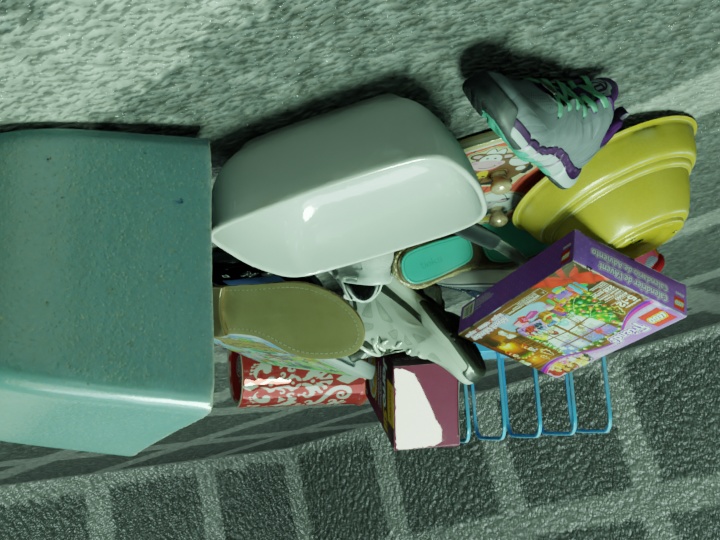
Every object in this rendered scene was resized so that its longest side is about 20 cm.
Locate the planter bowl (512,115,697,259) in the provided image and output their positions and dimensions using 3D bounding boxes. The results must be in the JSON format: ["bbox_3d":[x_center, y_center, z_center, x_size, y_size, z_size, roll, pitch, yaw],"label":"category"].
[{"bbox_3d":[0.259,-0.059,0.815,0.199,0.084,0.201,-21,161,-8],"label":"planter bowl"}]

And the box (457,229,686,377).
[{"bbox_3d":[0.210,0.042,0.844,0.136,0.039,0.200,23,147,-16],"label":"box"}]

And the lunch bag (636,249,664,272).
[{"bbox_3d":[0.277,0.021,1.071,0.176,0.082,0.200,-36,-176,-36],"label":"lunch bag"}]

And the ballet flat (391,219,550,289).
[{"bbox_3d":[0.124,-0.032,0.927,0.199,0.071,0.065,-13,-170,-11],"label":"ballet flat"}]

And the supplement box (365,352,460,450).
[{"bbox_3d":[0.063,0.142,1.072,0.085,0.111,0.200,-3,-168,-9],"label":"supplement box"}]

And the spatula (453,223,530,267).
[{"bbox_3d":[0.150,-0.018,0.837,0.199,0.021,0.057,24,116,-35],"label":"spatula"}]

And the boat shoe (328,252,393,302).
[{"bbox_3d":[0.000,0.000,0.872,0.071,0.069,0.200,-1,173,-16],"label":"boat shoe"}]

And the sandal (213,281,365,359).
[{"bbox_3d":[-0.089,0.044,0.881,0.210,0.078,0.070,5,-172,14],"label":"sandal"}]

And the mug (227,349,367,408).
[{"bbox_3d":[-0.095,0.127,1.257,0.199,0.179,0.133,-2,-161,-20],"label":"mug"}]

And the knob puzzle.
[{"bbox_3d":[0.110,-0.076,0.784,0.218,0.031,0.220,-9,162,-3],"label":"knob puzzle"}]

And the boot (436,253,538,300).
[{"bbox_3d":[0.159,0.030,0.993,0.073,0.091,0.199,-28,-162,-30],"label":"boot"}]

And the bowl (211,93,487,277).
[{"bbox_3d":[-0.008,-0.066,0.656,0.198,0.075,0.200,-16,163,14],"label":"bowl"}]

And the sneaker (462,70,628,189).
[{"bbox_3d":[0.145,-0.127,0.620,0.087,0.075,0.200,-43,158,17],"label":"sneaker"}]

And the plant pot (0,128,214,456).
[{"bbox_3d":[-0.230,0.017,0.576,0.199,0.198,0.196,8,157,-29],"label":"plant pot"}]

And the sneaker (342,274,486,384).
[{"bbox_3d":[0.049,0.083,0.950,0.116,0.201,0.076,-50,148,11],"label":"sneaker"}]

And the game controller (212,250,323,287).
[{"bbox_3d":[-0.108,0.012,0.919,0.104,0.042,0.200,-15,164,7],"label":"game controller"}]

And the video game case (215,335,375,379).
[{"bbox_3d":[-0.109,0.097,1.051,0.199,0.022,0.182,4,162,36],"label":"video game case"}]

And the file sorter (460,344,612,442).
[{"bbox_3d":[0.207,0.155,1.068,0.198,0.124,0.139,-2,169,-9],"label":"file sorter"}]

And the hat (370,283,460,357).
[{"bbox_3d":[0.049,0.046,1.060,0.199,0.082,0.201,-1,-167,0],"label":"hat"}]
